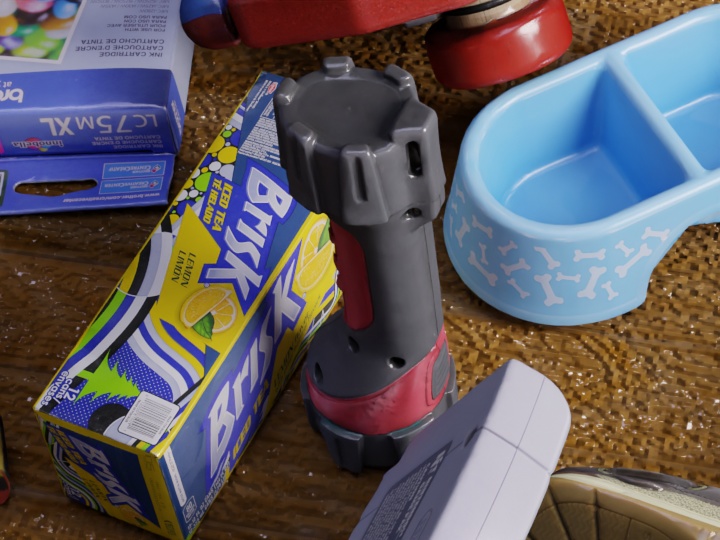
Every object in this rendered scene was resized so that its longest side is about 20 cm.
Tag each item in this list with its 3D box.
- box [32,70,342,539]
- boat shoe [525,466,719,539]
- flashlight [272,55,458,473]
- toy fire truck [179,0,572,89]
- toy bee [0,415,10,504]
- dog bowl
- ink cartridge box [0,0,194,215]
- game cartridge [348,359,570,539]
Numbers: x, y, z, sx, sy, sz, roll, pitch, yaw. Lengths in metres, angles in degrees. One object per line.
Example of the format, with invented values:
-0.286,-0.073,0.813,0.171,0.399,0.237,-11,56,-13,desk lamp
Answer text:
-0.058,0.013,1.007,0.064,0.070,0.201,19,57,22,box
0.154,0.120,0.895,0.199,0.074,0.065,24,25,9,boat shoe
0.000,0.000,0.927,0.067,0.201,0.068,-23,51,-10,flashlight
0.004,-0.144,1.076,0.167,0.113,0.200,-16,21,12,toy fire truck
-0.248,0.081,0.956,0.199,0.109,0.131,-29,56,-15,toy bee
0.131,-0.054,1.038,0.199,0.050,0.112,-23,53,-11,dog bowl
-0.142,-0.115,1.140,0.118,0.042,0.201,-2,54,7,ink cartridge box
0.010,0.131,0.869,0.041,0.133,0.201,36,58,-10,game cartridge
